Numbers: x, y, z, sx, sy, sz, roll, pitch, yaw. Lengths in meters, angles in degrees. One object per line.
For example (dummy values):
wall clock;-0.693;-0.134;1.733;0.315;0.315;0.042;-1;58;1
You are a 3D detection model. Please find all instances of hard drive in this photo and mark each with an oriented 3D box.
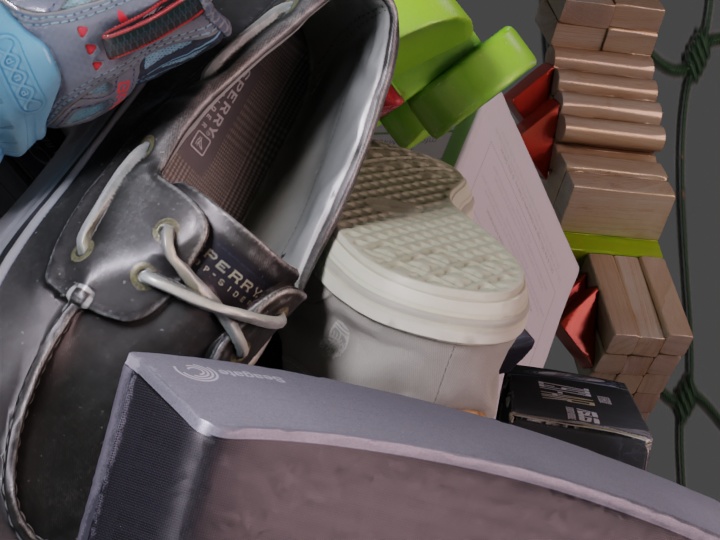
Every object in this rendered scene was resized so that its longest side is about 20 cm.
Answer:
hard drive;0.019;0.103;0.720;0.200;0.042;0.135;17;86;-31

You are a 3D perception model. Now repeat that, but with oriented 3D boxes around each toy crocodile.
toy crocodile;0.004;-0.069;0.890;0.068;0.062;0.200;53;-6;-3

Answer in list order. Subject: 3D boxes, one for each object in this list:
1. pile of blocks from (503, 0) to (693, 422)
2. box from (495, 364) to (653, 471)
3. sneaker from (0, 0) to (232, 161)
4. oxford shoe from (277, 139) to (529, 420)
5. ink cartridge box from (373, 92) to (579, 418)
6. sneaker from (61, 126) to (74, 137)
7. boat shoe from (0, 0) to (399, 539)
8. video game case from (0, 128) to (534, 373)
pile of blocks;0.086;-0.036;1.187;0.062;0.082;0.200;6;68;-20
box;0.050;0.136;0.915;0.160;0.043;0.200;-52;151;-87
sneaker;-0.073;-0.098;0.777;0.200;0.095;0.079;-102;172;-54
oxford shoe;0.000;0.000;0.818;0.200;0.075;0.058;-120;-141;-69
ink cartridge box;0.011;0.036;1.018;0.104;0.059;0.200;63;36;-40
sneaker;-0.046;-0.091;0.878;0.082;0.074;0.200;63;26;-43
boat shoe;-0.050;-0.003;0.727;0.072;0.071;0.200;40;57;-31
video game case;-0.038;-0.015;0.873;0.143;0.019;0.200;47;23;16
